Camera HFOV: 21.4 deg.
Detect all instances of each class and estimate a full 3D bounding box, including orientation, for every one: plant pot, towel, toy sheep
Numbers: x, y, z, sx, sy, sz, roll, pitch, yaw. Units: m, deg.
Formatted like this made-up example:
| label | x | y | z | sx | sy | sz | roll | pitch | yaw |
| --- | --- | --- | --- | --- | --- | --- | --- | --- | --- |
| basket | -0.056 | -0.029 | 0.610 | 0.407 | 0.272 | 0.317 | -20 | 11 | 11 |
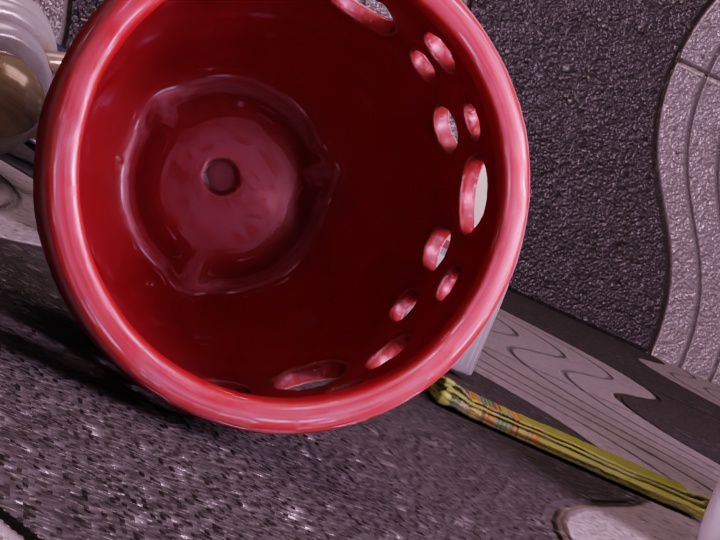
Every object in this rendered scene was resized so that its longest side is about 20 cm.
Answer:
| label | x | y | z | sx | sy | sz | roll | pitch | yaw |
| --- | --- | --- | --- | --- | --- | --- | --- | --- | --- |
| plant pot | -0.047 | -0.036 | 0.823 | 0.199 | 0.202 | 0.182 | 24 | -6 | -14 |
| towel | 0.134 | 0.111 | 1.260 | 0.198 | 0.018 | 0.086 | 25 | 4 | -9 |
| toy sheep | -0.273 | -0.145 | 1.341 | 0.137 | 0.139 | 0.200 | 22 | 8 | -36 |

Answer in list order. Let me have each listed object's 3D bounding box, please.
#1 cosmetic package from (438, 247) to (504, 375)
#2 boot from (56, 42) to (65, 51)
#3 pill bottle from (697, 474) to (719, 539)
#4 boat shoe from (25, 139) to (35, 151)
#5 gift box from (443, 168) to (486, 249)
| label | x | y | z | sx | sy | sz | roll | pitch | yaw |
| --- | --- | --- | --- | --- | --- | --- | --- | --- | --- |
| cosmetic package | 0.000 | 0.000 | 1.447 | 0.198 | 0.091 | 0.107 | 20 | 5 | -25 |
| boot | -0.295 | -0.170 | 1.801 | 0.074 | 0.098 | 0.200 | 25 | 4 | 6 |
| pill bottle | 0.294 | 0.149 | 1.026 | 0.199 | 0.112 | 0.111 | 26 | 4 | 20 |
| boat shoe | -0.294 | -0.135 | 1.530 | 0.200 | 0.068 | 0.074 | 49 | -13 | -11 |
| gift box | 0.001 | -0.069 | 1.589 | 0.185 | 0.202 | 0.184 | 21 | -1 | -25 |
